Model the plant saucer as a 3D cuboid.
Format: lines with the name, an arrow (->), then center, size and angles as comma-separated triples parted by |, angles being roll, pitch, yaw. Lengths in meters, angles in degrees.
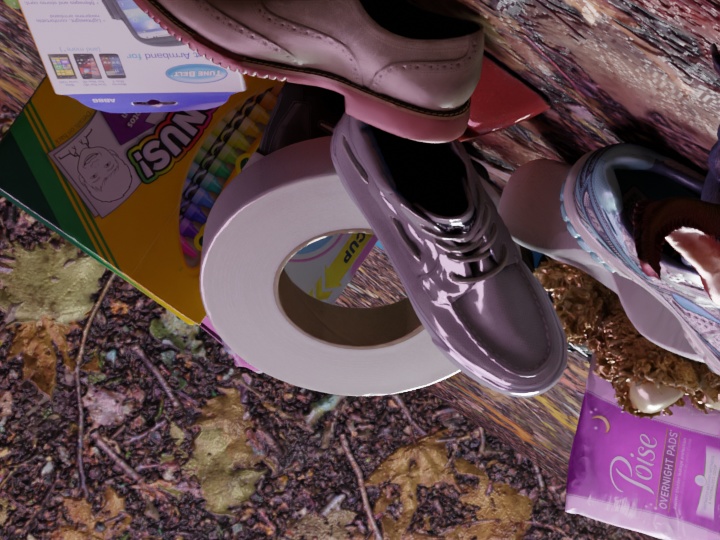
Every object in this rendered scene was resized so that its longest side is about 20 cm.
plant saucer -> 0.000, -0.132, 1.393 | 0.199, 0.037, 0.200 | 35, 173, -8

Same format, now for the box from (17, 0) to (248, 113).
box -> -0.133, -0.161, 1.351 | 0.119, 0.042, 0.200 | 0, 148, 10

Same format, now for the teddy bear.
teddy bear -> 0.177, 0.031, 1.440 | 0.144, 0.067, 0.200 | 5, -159, 0

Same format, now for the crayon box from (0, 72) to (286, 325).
crayon box -> -0.122, -0.093, 1.562 | 0.172, 0.200, 0.058 | 34, 174, -3

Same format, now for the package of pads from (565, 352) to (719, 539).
package of pads -> 0.234, 0.117, 1.506 | 0.199, 0.121, 0.076 | 16, -151, 19

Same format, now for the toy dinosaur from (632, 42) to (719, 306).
toy dinosaur -> 0.161, -0.008, 1.023 | 0.105, 0.200, 0.182 | 48, 151, 34

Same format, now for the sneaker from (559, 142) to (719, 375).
sneaker -> 0.192, 0.004, 1.252 | 0.200, 0.078, 0.086 | 34, 171, 3

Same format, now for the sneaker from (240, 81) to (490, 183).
sneaker -> 0.016, -0.085, 1.536 | 0.200, 0.091, 0.066 | 5, -164, -42

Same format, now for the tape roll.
tape roll -> 0.000, 0.000, 1.491 | 0.203, 0.203, 0.037 | 37, -145, -30

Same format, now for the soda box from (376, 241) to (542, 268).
soda box -> 0.071, -0.024, 1.732 | 0.200, 0.064, 0.068 | 31, 174, 31

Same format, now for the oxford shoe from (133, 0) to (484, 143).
oxford shoe -> -0.026, -0.140, 1.270 | 0.199, 0.075, 0.071 | 21, -145, 2

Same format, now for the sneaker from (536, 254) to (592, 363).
sneaker -> 0.192, 0.048, 1.618 | 0.199, 0.076, 0.114 | 39, 174, -19

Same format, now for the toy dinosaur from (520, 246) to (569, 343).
toy dinosaur -> 0.076, 0.005, 1.583 | 0.077, 0.103, 0.200 | 8, -173, -21

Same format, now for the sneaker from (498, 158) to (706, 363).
sneaker -> 0.174, -0.004, 1.380 | 0.088, 0.075, 0.200 | 22, -169, -48

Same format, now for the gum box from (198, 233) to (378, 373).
gum box -> -0.054, -0.036, 1.644 | 0.113, 0.200, 0.066 | 37, 173, -20

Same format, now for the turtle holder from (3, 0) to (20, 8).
turtle holder -> -0.233, -0.231, 1.398 | 0.141, 0.132, 0.186 | 34, 174, -4

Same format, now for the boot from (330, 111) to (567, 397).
boot -> 0.051, -0.015, 1.357 | 0.200, 0.073, 0.096 | 52, 172, 4
